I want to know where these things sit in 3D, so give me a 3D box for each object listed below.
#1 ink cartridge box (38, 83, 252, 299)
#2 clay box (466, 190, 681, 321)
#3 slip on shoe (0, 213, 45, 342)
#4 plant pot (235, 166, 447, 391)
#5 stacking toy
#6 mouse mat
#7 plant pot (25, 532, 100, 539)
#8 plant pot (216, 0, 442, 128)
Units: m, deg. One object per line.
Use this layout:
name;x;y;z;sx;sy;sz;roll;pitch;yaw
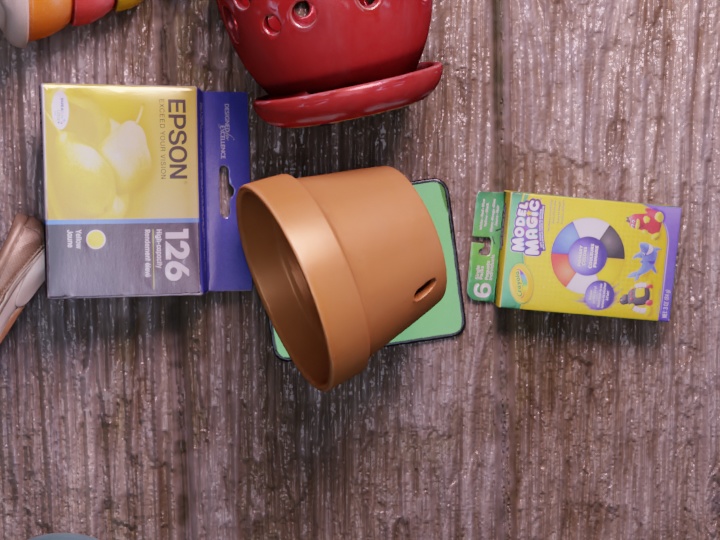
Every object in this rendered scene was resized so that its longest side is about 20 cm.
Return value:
ink cartridge box;-0.198;-0.074;1.100;0.198;0.047;0.200;-2;92;-14
clay box;0.210;-0.015;1.152;0.198;0.048;0.116;4;95;-4
slip on shoe;-0.359;0.037;1.113;0.060;0.076;0.201;37;90;-14
plant pot;-0.012;-0.009;1.073;0.139;0.200;0.202;-23;97;-16
stacking toy;-0.240;-0.285;1.080;0.198;0.146;0.148;-8;97;-22
mouse mat;0.000;0.000;1.164;0.198;0.008;0.163;-8;96;-1
plant pot;-0.299;0.374;1.111;0.198;0.161;0.203;0;96;-2
plant pot;-0.029;-0.230;1.046;0.198;0.201;0.184;-11;103;-2
